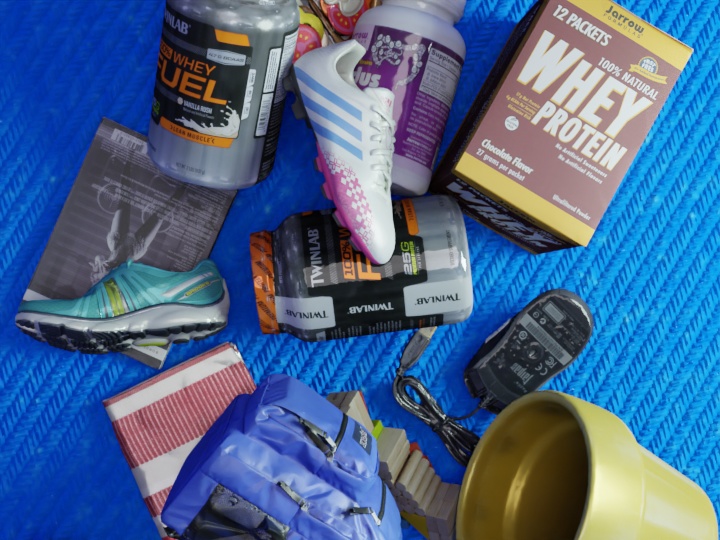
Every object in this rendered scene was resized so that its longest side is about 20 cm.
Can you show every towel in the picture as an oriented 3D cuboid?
[{"bbox_3d":[-0.145,0.188,1.184,0.143,0.023,0.202,-25,90,-4],"label":"towel"}]

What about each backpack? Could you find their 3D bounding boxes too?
[{"bbox_3d":[-0.052,0.208,1.085,0.199,0.163,0.168,39,107,-6],"label":"backpack"}]

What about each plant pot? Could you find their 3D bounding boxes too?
[{"bbox_3d":[0.218,0.233,1.129,0.187,0.200,0.203,22,87,-25],"label":"plant pot"}]

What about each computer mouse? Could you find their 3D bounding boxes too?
[{"bbox_3d":[0.123,0.081,1.199,0.140,0.046,0.201,38,97,-5],"label":"computer mouse"}]

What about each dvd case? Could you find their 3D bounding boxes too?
[{"bbox_3d":[-0.221,-0.026,1.185,0.147,0.016,0.202,24,87,-5],"label":"dvd case"}]

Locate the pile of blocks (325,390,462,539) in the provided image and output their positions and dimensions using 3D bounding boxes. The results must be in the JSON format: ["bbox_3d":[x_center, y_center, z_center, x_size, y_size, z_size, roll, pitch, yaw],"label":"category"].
[{"bbox_3d":[0.025,0.187,1.187,0.200,0.082,0.062,47,43,-11],"label":"pile of blocks"}]

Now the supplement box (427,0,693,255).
[{"bbox_3d":[0.173,-0.134,1.127,0.132,0.200,0.199,30,86,-3],"label":"supplement box"}]

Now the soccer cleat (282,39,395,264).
[{"bbox_3d":[0.001,-0.108,1.068,0.086,0.070,0.202,-25,80,13],"label":"soccer cleat"}]

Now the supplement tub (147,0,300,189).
[{"bbox_3d":[-0.123,-0.187,1.108,0.121,0.123,0.202,10,116,-4],"label":"supplement tub"}]

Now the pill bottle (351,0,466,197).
[{"bbox_3d":[0.036,-0.180,1.161,0.111,0.112,0.202,16,87,-4],"label":"pill bottle"}]

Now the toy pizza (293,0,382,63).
[{"bbox_3d":[-0.065,-0.275,1.178,0.198,0.032,0.203,-1,92,-15],"label":"toy pizza"}]

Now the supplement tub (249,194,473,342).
[{"bbox_3d":[0.000,0.000,1.147,0.197,0.123,0.124,-8,89,-2],"label":"supplement tub"}]

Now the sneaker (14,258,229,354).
[{"bbox_3d":[-0.223,0.032,1.152,0.198,0.078,0.081,-6,71,-10],"label":"sneaker"}]
